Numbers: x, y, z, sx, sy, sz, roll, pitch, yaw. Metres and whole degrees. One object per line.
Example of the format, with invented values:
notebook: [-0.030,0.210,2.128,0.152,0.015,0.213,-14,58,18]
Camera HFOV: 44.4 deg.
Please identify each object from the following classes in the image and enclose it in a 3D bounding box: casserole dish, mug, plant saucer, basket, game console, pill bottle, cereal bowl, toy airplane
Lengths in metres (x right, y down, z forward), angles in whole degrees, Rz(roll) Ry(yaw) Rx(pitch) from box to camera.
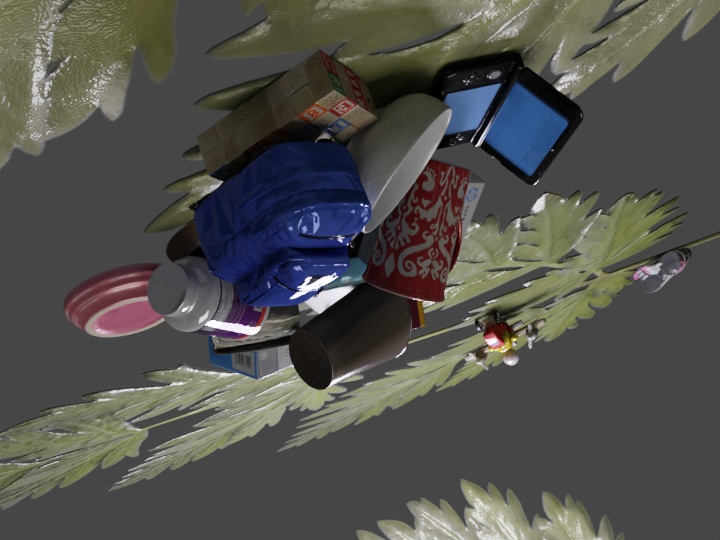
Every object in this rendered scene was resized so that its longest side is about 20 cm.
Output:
casserole dish: [0.000,0.000,1.526,0.198,0.039,0.121,-10,173,-36]
mug: [0.092,-0.071,1.352,0.131,0.203,0.177,16,-171,8]
plant saucer: [-0.378,0.055,1.437,0.197,0.052,0.201,-18,161,-6]
plant saucer: [-0.205,-0.040,1.389,0.197,0.035,0.201,-18,161,-6]
basket: [-0.021,0.119,1.586,0.199,0.135,0.183,-27,137,-41]
game console: [0.185,-0.196,1.244,0.173,0.118,0.201,-14,159,-18]
pill bottle: [-0.233,0.042,1.356,0.111,0.114,0.199,-28,159,21]
cereal bowl: [0.034,-0.155,1.179,0.201,0.083,0.200,-51,172,-10]
toy airplane: [0.403,0.198,2.466,0.196,0.143,0.200,-13,159,-21]

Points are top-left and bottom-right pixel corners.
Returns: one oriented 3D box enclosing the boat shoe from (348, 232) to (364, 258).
boat shoe: [0.007,-0.061,1.507,0.197,0.074,0.065,-14,180,-21]

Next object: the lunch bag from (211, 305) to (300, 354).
lunch bag: [-0.193,0.083,1.587,0.161,0.119,0.200,-8,160,-8]

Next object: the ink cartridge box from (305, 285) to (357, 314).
ink cartridge box: [-0.060,-0.007,1.634,0.161,0.058,0.200,-26,139,16]

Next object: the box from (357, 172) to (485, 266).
box: [0.101,-0.085,1.464,0.198,0.041,0.158,-5,125,-40]

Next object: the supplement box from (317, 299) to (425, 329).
supplement box: [0.018,0.084,1.793,0.197,0.087,0.110,-15,-162,-15]

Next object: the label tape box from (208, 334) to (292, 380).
label tape box: [-0.178,0.142,1.733,0.142,0.067,0.199,11,-159,39]

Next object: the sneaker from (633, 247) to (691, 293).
sneaker: [0.870,-0.002,2.516,0.085,0.081,0.200,-21,169,-32]

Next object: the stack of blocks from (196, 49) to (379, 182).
stack of blocks: [-0.090,-0.178,1.100,0.198,0.059,0.115,-29,159,22]

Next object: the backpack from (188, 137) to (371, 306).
backpack: [-0.080,-0.060,1.087,0.161,0.170,0.199,-9,159,-48]
